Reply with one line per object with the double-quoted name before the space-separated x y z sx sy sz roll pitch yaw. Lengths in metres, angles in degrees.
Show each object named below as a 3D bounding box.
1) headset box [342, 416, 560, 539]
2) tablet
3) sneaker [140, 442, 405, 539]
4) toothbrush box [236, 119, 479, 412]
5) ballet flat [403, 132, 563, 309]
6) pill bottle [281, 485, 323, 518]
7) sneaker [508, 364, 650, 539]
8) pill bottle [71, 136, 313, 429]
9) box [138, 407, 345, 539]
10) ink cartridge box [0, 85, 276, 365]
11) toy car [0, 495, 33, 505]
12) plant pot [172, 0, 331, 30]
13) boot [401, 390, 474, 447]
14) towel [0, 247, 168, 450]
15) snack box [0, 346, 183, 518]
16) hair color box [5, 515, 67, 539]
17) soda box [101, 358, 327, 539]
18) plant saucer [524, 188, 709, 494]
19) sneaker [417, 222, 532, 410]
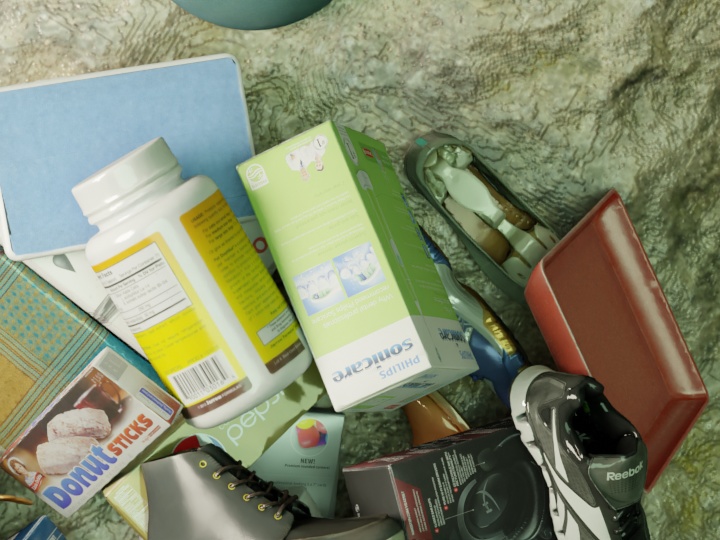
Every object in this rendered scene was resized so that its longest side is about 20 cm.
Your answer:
"headset box" 0.086 0.200 1.642 0.200 0.077 0.149 -15 91 -30
"tablet" -0.178 -0.087 1.619 0.199 0.014 0.131 -10 92 -14
"sneaker" -0.070 0.174 1.573 0.199 0.075 0.107 -10 89 16
"toothbrush box" 0.000 0.000 1.625 0.086 0.146 0.200 -26 80 13
"ballet flat" 0.114 -0.032 1.733 0.200 0.064 0.067 44 87 -10
"pill bottle" -0.030 0.272 1.669 0.111 0.111 0.200 -30 99 -6
"sneaker" 0.181 0.162 1.607 0.066 0.090 0.200 -28 97 -30
"pill bottle" -0.126 0.007 1.568 0.109 0.109 0.200 -31 98 -6
"box" -0.099 0.207 1.728 0.155 0.041 0.201 4 95 -11
"ink cartridge box" -0.173 -0.026 1.670 0.200 0.085 0.146 39 82 -12
"toy car" -0.343 0.180 1.629 0.199 0.177 0.185 -7 84 -22
"plant pot" -0.075 -0.286 1.645 0.199 0.135 0.201 -1 95 -10
"boot" 0.040 0.193 1.742 0.155 0.077 0.200 -32 106 -2
"towel" -0.257 0.076 1.668 0.200 0.022 0.147 40 117 -9
"snack box" -0.205 0.124 1.615 0.072 0.200 0.024 38 51 -8
"hair color box" -0.227 0.299 1.683 0.100 0.061 0.200 -32 101 29
"soda box" -0.108 0.124 1.665 0.200 0.068 0.064 -43 98 -7
"plant saucer" 0.200 0.056 1.712 0.037 0.200 0.200 -21 99 28
"sneaker" 0.062 0.047 1.734 0.088 0.075 0.200 -41 91 4
